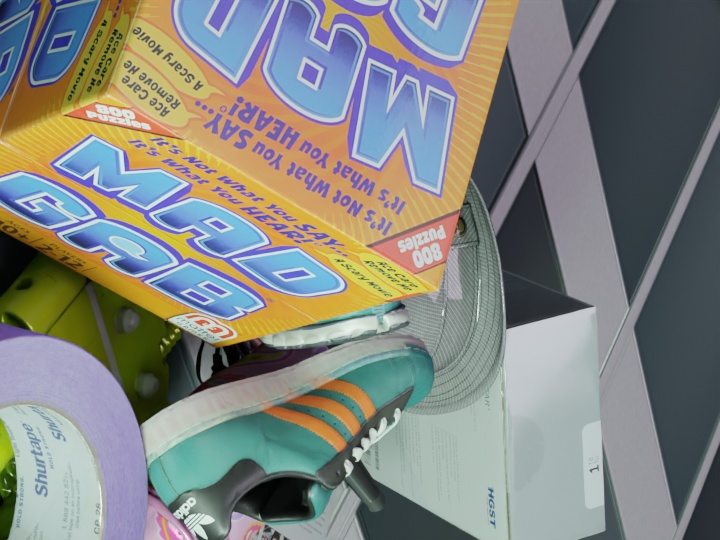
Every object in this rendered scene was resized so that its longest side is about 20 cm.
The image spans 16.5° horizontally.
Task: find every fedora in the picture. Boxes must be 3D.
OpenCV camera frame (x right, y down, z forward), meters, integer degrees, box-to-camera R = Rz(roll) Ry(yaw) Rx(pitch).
[{"bbox_3d":[0.000,0.000,1.539,0.090,0.176,0.202,-12,97,-42],"label":"fedora"}]

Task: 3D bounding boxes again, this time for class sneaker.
[{"bbox_3d":[-0.031,-0.010,1.363,0.200,0.077,0.080,-136,-141,-63],"label":"sneaker"},{"bbox_3d":[-0.029,0.094,1.325,0.199,0.071,0.080,-17,71,-39],"label":"sneaker"}]

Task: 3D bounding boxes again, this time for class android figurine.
[{"bbox_3d":[-0.156,0.071,1.355,0.200,0.041,0.183,-52,139,-46],"label":"android figurine"}]

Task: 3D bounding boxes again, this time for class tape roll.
[{"bbox_3d":[-0.194,0.125,1.209,0.199,0.065,0.202,-18,113,-48],"label":"tape roll"}]

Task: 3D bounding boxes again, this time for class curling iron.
[{"bbox_3d":[-0.041,0.092,1.528,0.200,0.025,0.050,48,62,-42],"label":"curling iron"}]

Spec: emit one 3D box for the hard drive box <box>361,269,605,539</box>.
[{"bbox_3d":[0.073,0.082,1.643,0.076,0.200,0.157,-13,110,-27],"label":"hard drive box"}]

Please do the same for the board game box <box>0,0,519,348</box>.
[{"bbox_3d":[-0.068,-0.105,1.238,0.199,0.199,0.201,30,64,-29],"label":"board game box"}]

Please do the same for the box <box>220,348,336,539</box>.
[{"bbox_3d":[-0.063,0.147,1.569,0.144,0.036,0.201,44,57,-58],"label":"box"}]

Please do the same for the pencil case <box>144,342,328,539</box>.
[{"bbox_3d":[-0.078,0.111,1.384,0.200,0.087,0.088,-42,131,-50],"label":"pencil case"}]
